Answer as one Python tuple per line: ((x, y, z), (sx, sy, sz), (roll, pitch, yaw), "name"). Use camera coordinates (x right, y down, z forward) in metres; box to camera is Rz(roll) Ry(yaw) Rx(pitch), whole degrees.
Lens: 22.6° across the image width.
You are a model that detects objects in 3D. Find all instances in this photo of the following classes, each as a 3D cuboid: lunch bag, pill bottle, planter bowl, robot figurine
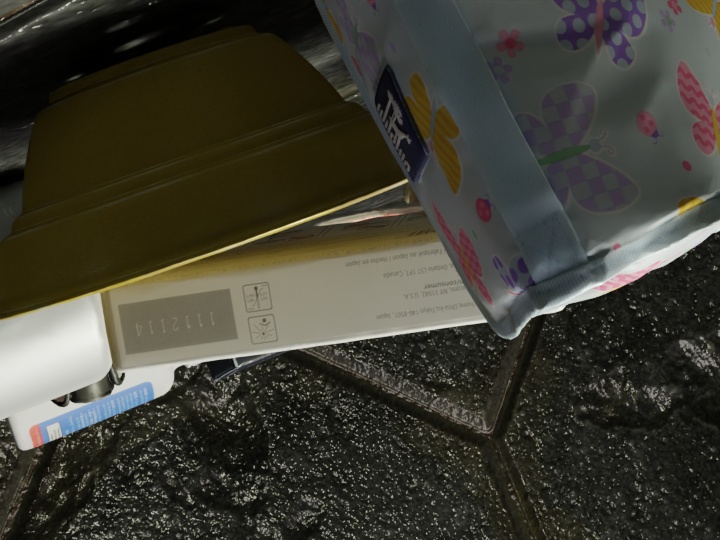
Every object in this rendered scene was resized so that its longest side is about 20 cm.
((0.066, -0.074, 0.660), (0.127, 0.170, 0.200), (-29, 176, 25), "lunch bag")
((-0.239, 0.079, 1.659), (0.200, 0.112, 0.112), (-21, 177, -13), "pill bottle")
((-0.074, -0.050, 0.755), (0.200, 0.084, 0.200), (-18, -175, 2), "planter bowl")
((-0.205, 0.024, 0.927), (0.200, 0.113, 0.170), (-22, 176, -19), "robot figurine")

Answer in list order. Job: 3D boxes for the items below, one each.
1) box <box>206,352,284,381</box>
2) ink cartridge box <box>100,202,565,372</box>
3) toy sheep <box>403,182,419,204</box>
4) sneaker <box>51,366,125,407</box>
((-0.087, 0.037, 2.085), (0.200, 0.107, 0.148), (-22, 178, -18), "box")
((0.000, 0.000, 0.844), (0.199, 0.045, 0.176), (-8, -174, 11), "ink cartridge box")
((0.076, -0.080, 0.986), (0.138, 0.138, 0.200), (-20, 170, -40), "toy sheep")
((-0.165, 0.018, 1.093), (0.076, 0.116, 0.200), (-21, 177, -18), "sneaker")
